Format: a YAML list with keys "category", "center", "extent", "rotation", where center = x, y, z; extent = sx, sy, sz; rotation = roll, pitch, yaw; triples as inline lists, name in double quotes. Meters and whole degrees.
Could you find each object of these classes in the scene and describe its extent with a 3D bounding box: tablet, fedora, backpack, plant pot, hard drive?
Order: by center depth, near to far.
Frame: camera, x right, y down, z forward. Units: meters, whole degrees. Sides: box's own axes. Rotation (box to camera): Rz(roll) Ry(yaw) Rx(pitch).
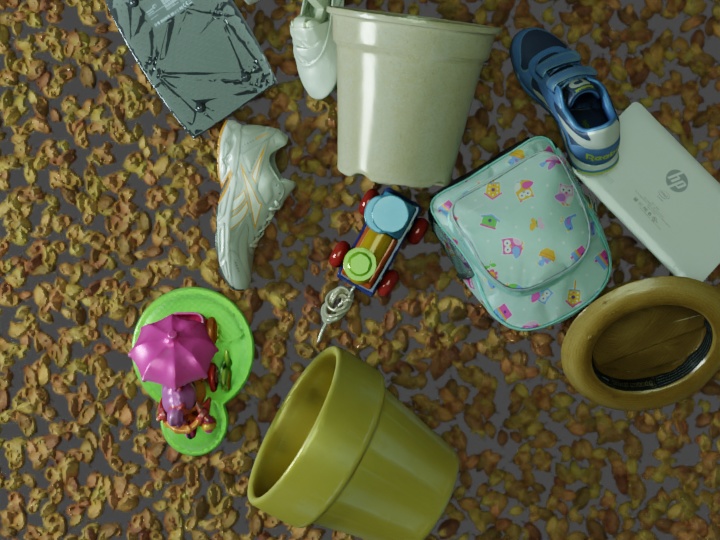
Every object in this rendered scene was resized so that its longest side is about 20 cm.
- category: "plant pot"
  center: [0.001, 0.217, 1.620]
  extent: [0.188, 0.201, 0.202]
  rotation: [31, 92, -12]
- category: "backpack"
  center: [0.189, -0.032, 1.624]
  extent: [0.175, 0.153, 0.201]
  rotation: [-30, 94, -2]
- category: "plant pot"
  center: [0.050, -0.194, 1.625]
  extent: [0.198, 0.201, 0.185]
  rotation: [8, 102, 4]
- category: "fedora"
  center: [0.320, 0.067, 1.629]
  extent: [0.198, 0.082, 0.202]
  rotation: [-3, 126, -4]
- category: "tablet"
  center: [0.350, -0.088, 1.656]
  extent: [0.200, 0.014, 0.130]
  rotation: [46, 68, 2]
- category: "hard drive"
  center: [-0.199, -0.271, 1.701]
  extent: [0.134, 0.042, 0.201]
  rotation: [-33, 88, 3]

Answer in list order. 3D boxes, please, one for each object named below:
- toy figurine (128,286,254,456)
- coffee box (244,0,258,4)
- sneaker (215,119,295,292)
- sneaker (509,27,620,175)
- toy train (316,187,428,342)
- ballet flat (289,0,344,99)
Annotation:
- category: "toy figurine"
  center: [-0.205, 0.121, 1.629]
  extent: [0.149, 0.184, 0.202]
  rotation: [0, 90, 4]
- category: "coffee box"
  center: [-0.120, -0.425, 1.646]
  extent: [0.112, 0.080, 0.202]
  rotation: [-22, 71, 12]
- category: "sneaker"
  center: [-0.122, -0.075, 1.682]
  extent: [0.091, 0.076, 0.202]
  rotation: [1, 91, -1]
- category: "sneaker"
  center: [0.238, -0.208, 1.634]
  extent: [0.073, 0.082, 0.201]
  rotation: [-27, 66, -9]
- category: "toy train"
  center: [0.000, 0.000, 1.650]
  extent: [0.084, 0.116, 0.201]
  rotation: [30, 91, 4]
- category: "ballet flat"
  center: [-0.051, -0.304, 1.677]
  extent: [0.069, 0.069, 0.202]
  rotation: [9, 89, 4]
